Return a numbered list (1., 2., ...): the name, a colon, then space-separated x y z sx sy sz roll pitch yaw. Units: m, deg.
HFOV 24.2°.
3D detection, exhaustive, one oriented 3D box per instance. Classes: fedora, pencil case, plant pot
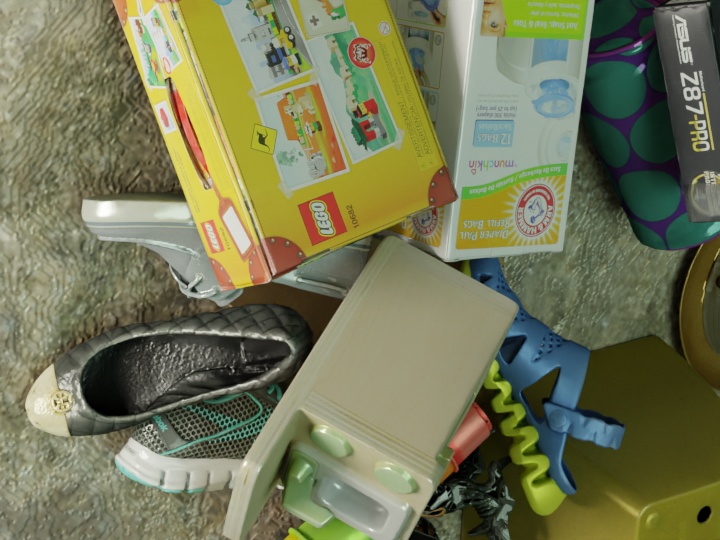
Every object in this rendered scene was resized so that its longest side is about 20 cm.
1. fedora: 0.363 0.024 1.433 0.200 0.082 0.201 -14 117 -29
2. pencil case: 0.221 -0.114 1.278 0.092 0.085 0.200 -31 125 -3
3. plant pot: 0.213 0.193 1.350 0.200 0.176 0.201 -11 116 -29

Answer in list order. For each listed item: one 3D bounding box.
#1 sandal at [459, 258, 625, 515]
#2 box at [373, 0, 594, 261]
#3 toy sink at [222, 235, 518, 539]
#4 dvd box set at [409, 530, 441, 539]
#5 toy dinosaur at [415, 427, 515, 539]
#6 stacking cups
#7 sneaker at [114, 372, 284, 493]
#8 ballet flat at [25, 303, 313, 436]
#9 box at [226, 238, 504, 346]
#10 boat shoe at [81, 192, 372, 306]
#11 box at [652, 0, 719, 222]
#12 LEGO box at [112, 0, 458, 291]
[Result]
1. sandal: 0.131 0.074 1.238 0.087 0.079 0.200 -23 94 8
2. box: 0.079 -0.115 1.155 0.112 0.101 0.201 -3 105 -37
3. toy sink: 0.010 0.103 1.115 0.200 0.112 0.130 -57 172 -30
4. dvd box set: -0.003 0.281 1.279 0.146 0.029 0.200 21 111 -11
5. toy dinosaur: 0.042 0.166 1.279 0.135 0.102 0.200 4 136 -19
6. stacking cups: 0.011 0.164 1.195 0.200 0.060 0.061 -43 127 -12
7. sneaker: -0.073 0.105 1.190 0.200 0.078 0.092 2 103 -37
8. ballet flat: -0.128 0.062 1.102 0.199 0.057 0.067 -17 91 7
9. box: 0.000 0.000 1.221 0.164 0.021 0.200 -51 128 -4
10. boat shoe: -0.086 -0.011 1.109 0.200 0.070 0.072 6 94 -23
11. box: 0.284 -0.142 1.258 0.200 0.049 0.162 -33 118 -54
12. LEGO box: -0.046 -0.108 1.054 0.149 0.077 0.201 -23 96 -29
